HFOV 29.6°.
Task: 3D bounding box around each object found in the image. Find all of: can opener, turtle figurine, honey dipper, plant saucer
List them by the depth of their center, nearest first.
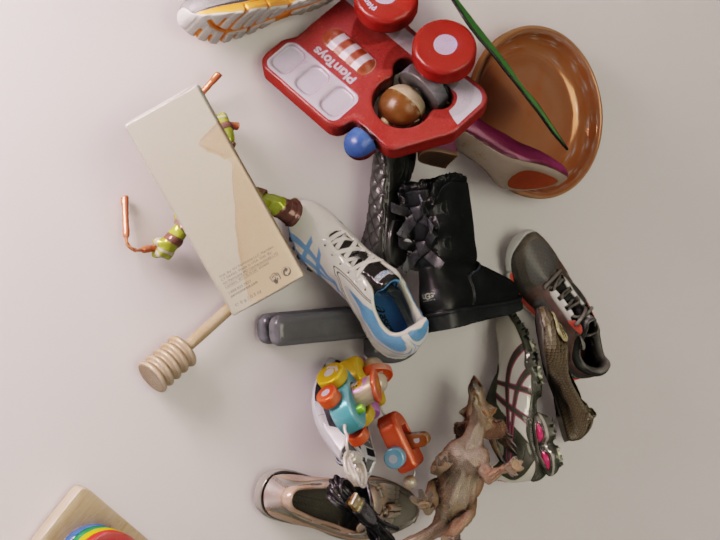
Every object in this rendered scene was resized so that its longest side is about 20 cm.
[{"bbox_3d":[-0.134,-0.083,1.347,0.161,0.064,0.200,32,72,-29],"label":"turtle figurine"},{"bbox_3d":[-0.138,0.046,1.363,0.200,0.038,0.038,-42,111,-29],"label":"honey dipper"},{"bbox_3d":[-0.013,0.066,1.434,0.200,0.053,0.067,1,90,-33],"label":"can opener"},{"bbox_3d":[0.198,-0.183,1.586,0.200,0.037,0.201,1,89,-34],"label":"plant saucer"}]

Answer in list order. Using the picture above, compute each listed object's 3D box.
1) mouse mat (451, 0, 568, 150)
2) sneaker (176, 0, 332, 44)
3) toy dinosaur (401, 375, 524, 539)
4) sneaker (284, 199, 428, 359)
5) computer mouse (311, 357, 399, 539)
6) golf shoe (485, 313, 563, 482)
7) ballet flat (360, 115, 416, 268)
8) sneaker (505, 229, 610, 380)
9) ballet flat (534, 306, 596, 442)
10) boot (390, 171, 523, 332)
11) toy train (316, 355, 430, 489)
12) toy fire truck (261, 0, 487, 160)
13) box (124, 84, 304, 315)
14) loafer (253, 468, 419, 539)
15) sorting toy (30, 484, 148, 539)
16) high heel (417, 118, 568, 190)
[{"bbox_3d":[0.150,-0.224,1.454,0.008,0.161,0.200,-36,114,11],"label":"mouse mat"},{"bbox_3d":[-0.104,-0.287,1.370,0.200,0.078,0.077,-26,91,-35],"label":"sneaker"},{"bbox_3d":[0.108,0.225,1.464,0.086,0.136,0.200,30,96,2],"label":"toy dinosaur"},{"bbox_3d":[0.000,0.000,1.400,0.072,0.072,0.200,-32,77,-40],"label":"sneaker"},{"bbox_3d":[-0.016,0.180,1.394,0.110,0.044,0.200,45,24,-45],"label":"computer mouse"},{"bbox_3d":[0.169,0.140,1.540,0.088,0.077,0.200,-12,72,8],"label":"golf shoe"},{"bbox_3d":[0.023,-0.096,1.465,0.066,0.057,0.200,20,71,-53],"label":"ballet flat"},{"bbox_3d":[0.241,0.039,1.586,0.077,0.082,0.200,-38,110,-28],"label":"sneaker"},{"bbox_3d":[0.236,0.119,1.565,0.067,0.046,0.200,-88,163,-54],"label":"ballet flat"},{"bbox_3d":[0.108,-0.024,1.480,0.198,0.073,0.163,-10,90,-58],"label":"boot"},{"bbox_3d":[0.023,0.151,1.379,0.150,0.056,0.200,66,14,9],"label":"toy train"},{"bbox_3d":[0.020,-0.194,1.395,0.168,0.112,0.200,-42,74,-15],"label":"toy fire truck"},{"bbox_3d":[-0.134,-0.066,1.264,0.078,0.095,0.200,-29,98,-2],"label":"box"},{"bbox_3d":[-0.014,0.249,1.426,0.200,0.063,0.072,13,83,-33],"label":"loafer"},{"bbox_3d":[-0.245,0.341,1.268,0.199,0.070,0.200,47,66,-24],"label":"sorting toy"},{"bbox_3d":[0.144,-0.150,1.500,0.200,0.067,0.096,13,60,-31],"label":"high heel"}]
